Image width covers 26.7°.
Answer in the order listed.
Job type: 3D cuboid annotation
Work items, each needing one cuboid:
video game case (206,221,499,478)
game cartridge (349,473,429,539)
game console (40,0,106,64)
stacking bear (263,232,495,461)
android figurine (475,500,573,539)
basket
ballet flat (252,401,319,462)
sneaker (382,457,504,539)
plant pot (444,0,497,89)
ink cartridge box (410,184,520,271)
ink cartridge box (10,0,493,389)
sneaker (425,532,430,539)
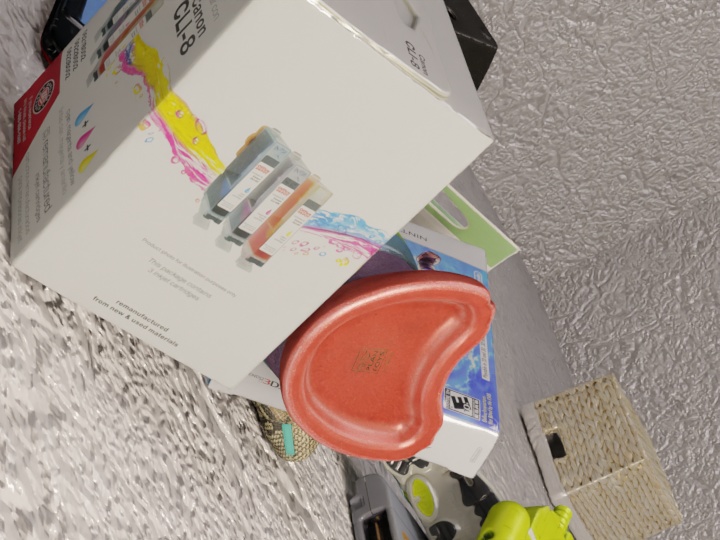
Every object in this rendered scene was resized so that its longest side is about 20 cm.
[{"bbox_3d":[-0.001,0.027,0.996,0.180,0.046,0.201,19,33,-12],"label":"video game case"},{"bbox_3d":[0.045,0.253,1.069,0.133,0.041,0.201,52,15,-35],"label":"game cartridge"},{"bbox_3d":[-0.094,-0.166,0.982,0.172,0.119,0.201,39,25,-22],"label":"game console"},{"bbox_3d":[-0.024,-0.002,0.887,0.113,0.122,0.200,8,31,-29],"label":"stacking bear"},{"bbox_3d":[0.119,0.247,1.056,0.200,0.041,0.183,-50,124,-52],"label":"android figurine"},{"bbox_3d":[0.365,0.296,2.306,0.200,0.160,0.199,54,15,-40],"label":"basket"},{"bbox_3d":[-0.037,0.068,1.049,0.200,0.067,0.076,-73,161,-65],"label":"ballet flat"},{"bbox_3d":[0.052,0.148,1.151,0.080,0.077,0.202,94,-27,-76],"label":"sneaker"},{"bbox_3d":[-0.001,-0.198,1.338,0.199,0.177,0.201,7,48,-55],"label":"plant pot"},{"bbox_3d":[0.041,-0.046,1.199,0.145,0.048,0.200,42,-29,-5],"label":"ink cartridge box"},{"bbox_3d":[-0.060,-0.076,0.761,0.144,0.200,0.146,34,25,-31],"label":"ink cartridge box"},{"bbox_3d":[0.104,0.237,1.260,0.072,0.082,0.200,66,7,13],"label":"sneaker"}]
